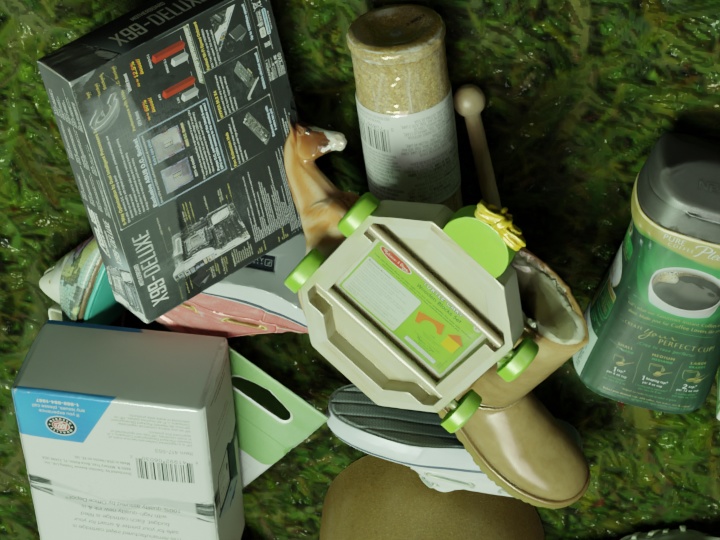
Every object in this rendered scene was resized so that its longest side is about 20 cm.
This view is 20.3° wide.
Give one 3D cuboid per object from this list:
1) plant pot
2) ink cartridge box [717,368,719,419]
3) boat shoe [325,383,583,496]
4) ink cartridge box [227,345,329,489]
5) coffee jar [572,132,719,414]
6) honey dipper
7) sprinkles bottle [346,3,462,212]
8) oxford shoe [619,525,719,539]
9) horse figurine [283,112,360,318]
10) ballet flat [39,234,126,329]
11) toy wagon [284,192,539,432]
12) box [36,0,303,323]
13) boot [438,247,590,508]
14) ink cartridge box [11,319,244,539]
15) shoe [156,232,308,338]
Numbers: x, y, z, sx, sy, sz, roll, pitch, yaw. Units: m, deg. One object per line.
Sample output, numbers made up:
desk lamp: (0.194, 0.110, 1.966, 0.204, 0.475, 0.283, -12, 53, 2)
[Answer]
plant pot: (0.039, 0.274, 1.579, 0.186, 0.200, 0.187, 8, 129, 10)
ink cartridge box: (0.364, 0.081, 1.425, 0.199, 0.059, 0.104, 18, 130, 0)
boat shoe: (0.069, 0.142, 1.548, 0.199, 0.074, 0.067, 12, 129, 4)
ink cartridge box: (-0.119, 0.119, 1.587, 0.104, 0.059, 0.200, 38, 127, -17)
coffee jar: (0.221, 0.001, 1.391, 0.104, 0.085, 0.200, 15, 131, -3)
honey dipper: (0.096, -0.044, 1.425, 0.038, 0.038, 0.201, -4, 122, 17)
sprinkles bottle: (0.035, -0.082, 1.384, 0.068, 0.068, 0.201, 1, 128, 13)
oxford shoe: (0.242, 0.231, 1.590, 0.199, 0.058, 0.075, -2, 159, 32)
horse figurine: (0.000, 0.000, 1.396, 0.132, 0.050, 0.201, 19, 132, 25)
ballet flat: (-0.212, 0.035, 1.549, 0.071, 0.069, 0.201, 29, 134, 24)
toy wagon: (0.047, 0.015, 1.322, 0.155, 0.040, 0.200, 42, 131, -3)
box: (-0.117, -0.086, 1.368, 0.050, 0.157, 0.201, 33, 146, 46)
boot: (0.118, 0.080, 1.423, 0.175, 0.066, 0.200, 39, 153, 3)
ink cartridge box: (-0.171, 0.144, 1.523, 0.146, 0.086, 0.201, 6, 131, 9)
shoe: (-0.071, 0.016, 1.495, 0.199, 0.072, 0.091, 14, 153, -12)
